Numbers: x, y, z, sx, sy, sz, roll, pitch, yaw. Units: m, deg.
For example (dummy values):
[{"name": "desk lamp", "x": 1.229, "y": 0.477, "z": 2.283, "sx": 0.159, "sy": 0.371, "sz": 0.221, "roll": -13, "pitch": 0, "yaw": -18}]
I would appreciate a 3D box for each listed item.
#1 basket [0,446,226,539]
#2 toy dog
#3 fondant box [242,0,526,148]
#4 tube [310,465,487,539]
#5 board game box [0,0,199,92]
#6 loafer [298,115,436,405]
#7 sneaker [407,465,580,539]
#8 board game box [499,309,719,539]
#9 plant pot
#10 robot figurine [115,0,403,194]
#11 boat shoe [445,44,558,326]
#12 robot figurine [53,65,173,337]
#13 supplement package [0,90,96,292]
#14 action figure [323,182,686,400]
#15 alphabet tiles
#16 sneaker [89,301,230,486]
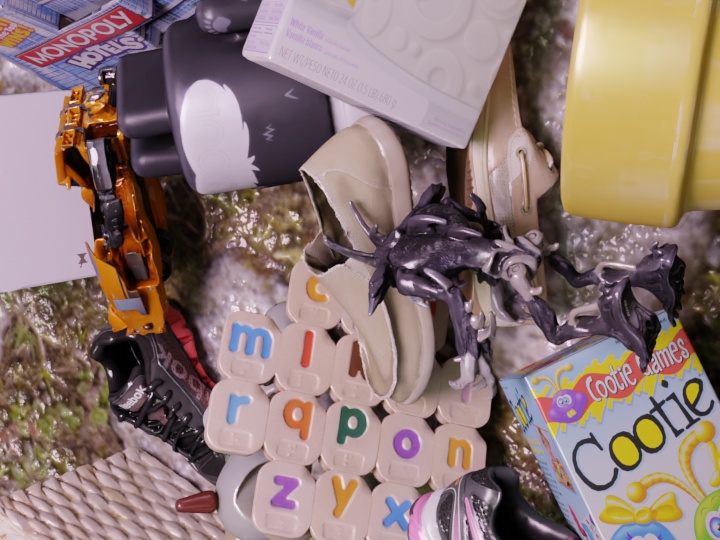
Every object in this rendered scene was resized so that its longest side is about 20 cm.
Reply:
[{"name": "basket", "x": -0.195, "y": 0.276, "z": 1.002, "sx": 0.200, "sy": 0.198, "sz": 0.161, "roll": 31, "pitch": 113, "yaw": 24}, {"name": "toy dog", "x": -0.082, "y": 0.117, "z": 0.891, "sx": 0.200, "sy": 0.096, "sz": 0.132, "roll": -100, "pitch": 29, "yaw": -48}, {"name": "fondant box", "x": 0.033, "y": -0.195, "z": 0.761, "sx": 0.200, "sy": 0.144, "sz": 0.058, "roll": -68, "pitch": 24, "yaw": 2}, {"name": "tube", "x": 0.017, "y": 0.196, "z": 0.943, "sx": 0.200, "sy": 0.052, "sz": 0.058, "roll": -43, "pitch": 35, "yaw": 35}, {"name": "board game box", "x": -0.203, "y": -0.192, "z": 0.891, "sx": 0.200, "sy": 0.200, "sz": 0.062, "roll": -10, "pitch": 71, "yaw": 42}, {"name": "loafer", "x": 0.000, "y": 0.000, "z": 0.804, "sx": 0.076, "sy": 0.068, "sz": 0.200, "roll": -145, "pitch": 42, "yaw": -63}, {"name": "sneaker", "x": 0.116, "y": 0.210, "z": 0.777, "sx": 0.200, "sy": 0.080, "sz": 0.086, "roll": 48, "pitch": 128, "yaw": 6}, {"name": "board game box", "x": 0.182, "y": 0.137, "z": 0.768, "sx": 0.103, "sy": 0.105, "sz": 0.200, "roll": -25, "pitch": 86, "yaw": -5}, {"name": "plant pot", "x": 0.221, "y": -0.116, "z": 0.675, "sx": 0.189, "sy": 0.201, "sz": 0.201, "roll": 10, "pitch": 105, "yaw": 14}, {"name": "robot figurine", "x": -0.066, "y": -0.122, "z": 0.854, "sx": 0.200, "sy": 0.150, "sz": 0.125, "roll": -9, "pitch": 93, "yaw": 0}, {"name": "boat shoe", "x": 0.097, "y": -0.062, "z": 0.831, "sx": 0.065, "sy": 0.072, "sz": 0.200, "roll": 0, "pitch": 86, "yaw": -10}, {"name": "robot figurine", "x": -0.185, "y": -0.052, "z": 0.935, "sx": 0.058, "sy": 0.145, "sz": 0.200, "roll": -8, "pitch": 131, "yaw": 2}, {"name": "supplement package", "x": -0.330, "y": -0.062, "z": 1.007, "sx": 0.200, "sy": 0.152, "sz": 0.151, "roll": 6, "pitch": 104, "yaw": 55}, {"name": "action figure", "x": 0.079, "y": 0.014, "z": 0.719, "sx": 0.200, "sy": 0.119, "sz": 0.102, "roll": 11, "pitch": 131, "yaw": 25}, {"name": "alphabet tiles", "x": -0.005, "y": 0.094, "z": 0.852, "sx": 0.015, "sy": 0.200, "sz": 0.196, "roll": 134, "pitch": 146, "yaw": -64}, {"name": "sneaker", "x": -0.149, "y": 0.113, "z": 0.998, "sx": 0.071, "sy": 0.098, "sz": 0.201, "roll": -43, "pitch": 78, "yaw": 29}]
